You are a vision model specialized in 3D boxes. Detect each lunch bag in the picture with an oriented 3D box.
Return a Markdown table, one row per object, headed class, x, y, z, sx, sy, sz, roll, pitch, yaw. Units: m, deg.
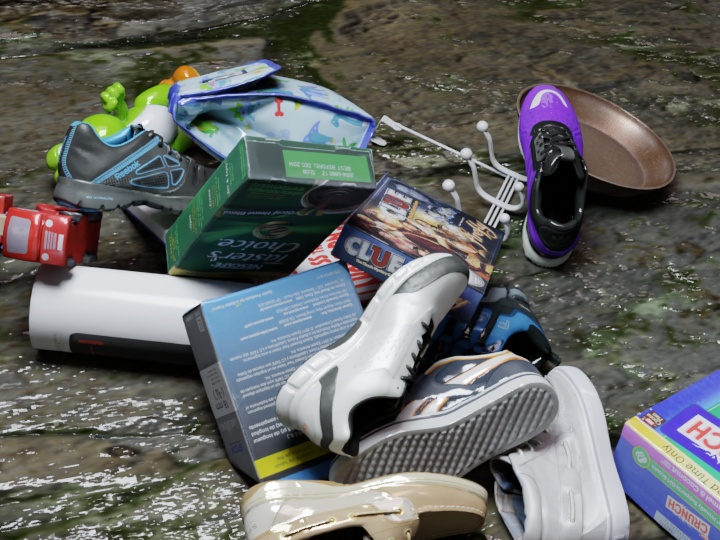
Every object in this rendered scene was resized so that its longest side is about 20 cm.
| class | x | y | z | sx | sy | sz | roll | pitch | yaw |
| --- | --- | --- | --- | --- | --- | --- | --- | --- | --- |
| lunch bag | -0.101 | -0.150 | 1.379 | 0.199 | 0.128 | 0.170 | 14 | 9 | -12 |

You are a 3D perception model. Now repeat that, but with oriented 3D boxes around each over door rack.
| class | x | y | z | sx | sy | sz | roll | pitch | yaw |
| --- | --- | --- | --- | --- | --- | --- | --- | --- | --- |
| over door rack | 0.086 | -0.112 | 1.473 | 0.199 | 0.067 | 0.148 | 17 | 37 | 12 |

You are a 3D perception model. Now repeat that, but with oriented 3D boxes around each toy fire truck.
| class | x | y | z | sx | sy | sz | roll | pitch | yaw |
| --- | --- | --- | --- | --- | --- | --- | --- | --- | --- |
| toy fire truck | -0.315 | -0.040 | 1.248 | 0.140 | 0.049 | 0.200 | 8 | 4 | 0 |

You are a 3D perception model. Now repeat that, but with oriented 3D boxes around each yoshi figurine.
| class | x | y | z | sx | sy | sz | roll | pitch | yaw |
| --- | --- | --- | --- | --- | --- | --- | --- | --- | --- |
| yoshi figurine | -0.239 | -0.147 | 1.437 | 0.112 | 0.112 | 0.200 | 37 | 49 | 25 |

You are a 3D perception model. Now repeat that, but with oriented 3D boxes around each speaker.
| class | x | y | z | sx | sy | sz | roll | pitch | yaw |
| --- | --- | --- | --- | --- | --- | --- | --- | --- | --- |
| speaker | -0.195 | 0.041 | 1.215 | 0.199 | 0.081 | 0.081 | 6 | 37 | -2 |

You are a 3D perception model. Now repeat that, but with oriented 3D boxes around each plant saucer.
| class | x | y | z | sx | sy | sz | roll | pitch | yaw |
| --- | --- | --- | --- | --- | --- | --- | --- | --- | --- |
| plant saucer | 0.264 | -0.143 | 1.540 | 0.200 | 0.037 | 0.201 | 16 | 36 | -12 |

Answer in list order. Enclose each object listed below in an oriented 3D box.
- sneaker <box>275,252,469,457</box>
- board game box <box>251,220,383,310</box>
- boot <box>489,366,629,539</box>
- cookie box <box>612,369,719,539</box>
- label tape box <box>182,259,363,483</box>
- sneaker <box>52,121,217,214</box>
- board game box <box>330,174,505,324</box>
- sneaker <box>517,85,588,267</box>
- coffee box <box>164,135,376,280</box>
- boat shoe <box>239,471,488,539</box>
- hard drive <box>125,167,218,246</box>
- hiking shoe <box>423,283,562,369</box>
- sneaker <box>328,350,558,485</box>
| class | x | y | z | sx | sy | sz | roll | pitch | yaw |
| --- | --- | --- | --- | --- | --- | --- | --- | --- | --- |
| sneaker | 0.026 | 0.070 | 1.088 | 0.080 | 0.074 | 0.200 | 35 | 75 | 34 |
| board game box | 0.000 | 0.000 | 1.327 | 0.199 | 0.046 | 0.152 | -12 | 40 | -23 |
| boot | 0.155 | 0.153 | 1.128 | 0.095 | 0.074 | 0.200 | 5 | 37 | -12 |
| cookie box | 0.343 | 0.166 | 1.142 | 0.199 | 0.075 | 0.171 | -22 | 47 | -32 |
| label tape box | -0.051 | 0.108 | 1.144 | 0.144 | 0.063 | 0.201 | -16 | 84 | -28 |
| sneaker | -0.187 | -0.094 | 1.257 | 0.199 | 0.082 | 0.073 | 0 | 8 | -39 |
| board game box | 0.058 | -0.025 | 1.237 | 0.135 | 0.035 | 0.200 | 26 | 20 | 2 |
| sneaker | 0.206 | -0.113 | 1.394 | 0.069 | 0.100 | 0.201 | 0 | 70 | -2 |
| coffee box | -0.082 | -0.049 | 1.167 | 0.123 | 0.200 | 0.044 | 4 | 66 | -29 |
| boat shoe | 0.006 | 0.205 | 1.049 | 0.199 | 0.074 | 0.069 | -2 | 50 | -10 |
| hard drive | -0.152 | -0.061 | 1.348 | 0.131 | 0.025 | 0.200 | -12 | 22 | -23 |
| hiking shoe | 0.090 | 0.060 | 1.229 | 0.199 | 0.075 | 0.087 | -8 | 42 | -29 |
| sneaker | 0.061 | 0.131 | 1.118 | 0.199 | 0.079 | 0.079 | -22 | 31 | -7 |
